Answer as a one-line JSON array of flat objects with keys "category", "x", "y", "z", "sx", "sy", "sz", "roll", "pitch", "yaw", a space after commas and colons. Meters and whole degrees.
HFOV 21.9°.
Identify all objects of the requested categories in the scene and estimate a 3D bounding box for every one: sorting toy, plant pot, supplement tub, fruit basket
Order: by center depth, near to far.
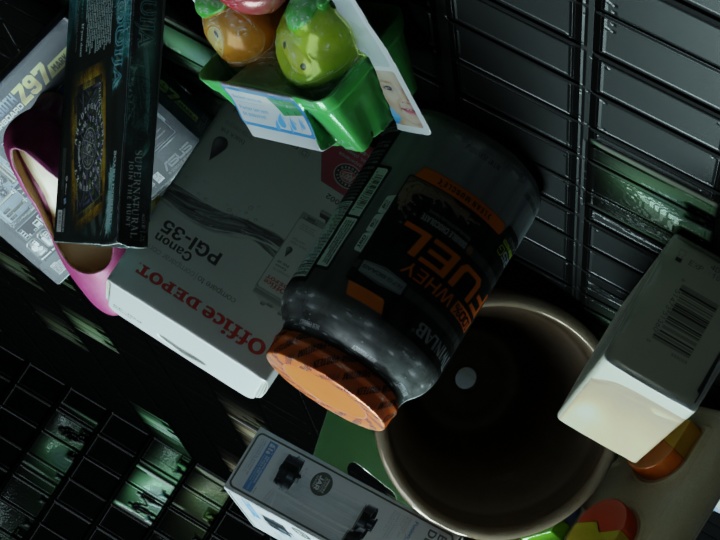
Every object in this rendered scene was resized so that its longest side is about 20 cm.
[{"category": "fruit basket", "x": -0.062, "y": -0.163, "z": 1.150, "sx": 0.185, "sy": 0.094, "sz": 0.200, "roll": 17, "pitch": 155, "yaw": 46}, {"category": "supplement tub", "x": 0.027, "y": 0.001, "z": 1.273, "sx": 0.122, "sy": 0.201, "sz": 0.123, "roll": 30, "pitch": 166, "yaw": 8}, {"category": "sorting toy", "x": 0.199, "y": 0.176, "z": 1.509, "sx": 0.036, "sy": 0.185, "sz": 0.200, "roll": 46, "pitch": 161, "yaw": -31}, {"category": "plant pot", "x": 0.098, "y": 0.105, "z": 1.538, "sx": 0.200, "sy": 0.201, "sz": 0.175, "roll": 35, "pitch": -178, "yaw": -10}]

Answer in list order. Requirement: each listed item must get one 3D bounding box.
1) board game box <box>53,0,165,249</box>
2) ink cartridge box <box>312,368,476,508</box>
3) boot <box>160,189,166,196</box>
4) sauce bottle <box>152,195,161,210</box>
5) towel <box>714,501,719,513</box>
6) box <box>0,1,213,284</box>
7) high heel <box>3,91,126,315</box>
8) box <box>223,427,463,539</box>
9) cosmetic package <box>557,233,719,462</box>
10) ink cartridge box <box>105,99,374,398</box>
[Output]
[{"category": "board game box", "x": -0.186, "y": -0.118, "z": 1.370, "sx": 0.028, "sy": 0.201, "sz": 0.135, "roll": 4, "pitch": -179, "yaw": -29}, {"category": "ink cartridge box", "x": 0.039, "y": 0.131, "z": 1.678, "sx": 0.145, "sy": 0.201, "sz": 0.048, "roll": 40, "pitch": 133, "yaw": -25}, {"category": "boot", "x": -0.194, "y": -0.101, "z": 1.664, "sx": 0.203, "sy": 0.074, "sz": 0.154, "roll": 35, "pitch": 162, "yaw": -15}, {"category": "sauce bottle", "x": -0.192, "y": -0.040, "z": 1.627, "sx": 0.199, "sy": 0.066, "sz": 0.066, "roll": 32, "pitch": 166, "yaw": -15}, {"category": "towel", "x": 0.271, "y": 0.167, "z": 1.653, "sx": 0.199, "sy": 0.024, "sz": 0.147, "roll": 23, "pitch": 165, "yaw": 40}, {"category": "box", "x": -0.240, "y": -0.104, "z": 1.526, "sx": 0.158, "sy": 0.200, "sz": 0.051, "roll": 41, "pitch": -153, "yaw": -17}, {"category": "high heel", "x": -0.231, "y": -0.037, "z": 1.475, "sx": 0.067, "sy": 0.096, "sz": 0.201, "roll": -4, "pitch": 118, "yaw": 12}, {"category": "box", "x": -0.006, "y": 0.217, "z": 1.551, "sx": 0.199, "sy": 0.060, "sz": 0.117, "roll": 26, "pitch": 163, "yaw": 20}, {"category": "cosmetic package", "x": 0.204, "y": 0.059, "z": 1.288, "sx": 0.071, "sy": 0.106, "sz": 0.200, "roll": 31, "pitch": 167, "yaw": 6}, {"category": "ink cartridge box", "x": -0.081, "y": -0.026, "z": 1.412, "sx": 0.146, "sy": 0.201, "sz": 0.083, "roll": 32, "pitch": 165, "yaw": 0}]
